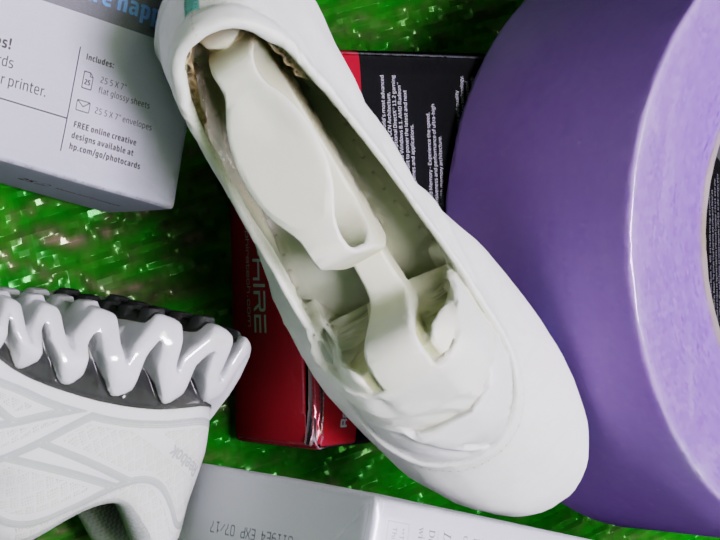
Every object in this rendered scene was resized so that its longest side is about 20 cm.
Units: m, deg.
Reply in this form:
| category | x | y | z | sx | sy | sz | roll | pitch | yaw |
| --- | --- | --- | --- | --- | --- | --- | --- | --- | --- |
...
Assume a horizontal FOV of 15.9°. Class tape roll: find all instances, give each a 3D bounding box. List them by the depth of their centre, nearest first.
| category | x | y | z | sx | sy | sz | roll | pitch | yaw |
| --- | --- | --- | --- | --- | --- | --- | --- | --- | --- |
| tape roll | 0.127 | -0.012 | 0.852 | 0.199 | 0.085 | 0.202 | -1 | 92 | -40 |

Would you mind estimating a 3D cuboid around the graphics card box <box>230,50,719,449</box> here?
| category | x | y | z | sx | sy | sz | roll | pitch | yaw |
| --- | --- | --- | --- | --- | --- | --- | --- | --- | --- |
| graphics card box | 0.046 | -0.010 | 0.869 | 0.199 | 0.051 | 0.127 | -4 | 92 | -39 |

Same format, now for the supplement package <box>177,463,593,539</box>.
| category | x | y | z | sx | sy | sz | roll | pitch | yaw |
| --- | --- | --- | --- | --- | --- | --- | --- | --- | --- |
| supplement package | 0.036 | 0.134 | 0.819 | 0.199 | 0.113 | 0.110 | 15 | 83 | -38 |

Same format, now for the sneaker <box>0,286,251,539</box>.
| category | x | y | z | sx | sy | sz | roll | pitch | yaw |
| --- | --- | --- | --- | --- | --- | --- | --- | --- | --- |
| sneaker | -0.119 | 0.039 | 0.722 | 0.199 | 0.075 | 0.082 | 12 | 91 | -39 |

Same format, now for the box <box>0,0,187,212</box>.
| category | x | y | z | sx | sy | sz | roll | pitch | yaw |
| --- | --- | --- | --- | --- | --- | --- | --- | --- | --- |
| box | -0.108 | -0.131 | 0.748 | 0.155 | 0.041 | 0.202 | 16 | 79 | -40 |

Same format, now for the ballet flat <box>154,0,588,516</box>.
| category | x | y | z | sx | sy | sz | roll | pitch | yaw |
| --- | --- | --- | --- | --- | --- | --- | --- | --- | --- |
| ballet flat | 0.000 | 0.000 | 0.755 | 0.069 | 0.069 | 0.201 | -41 | 105 | -32 |
